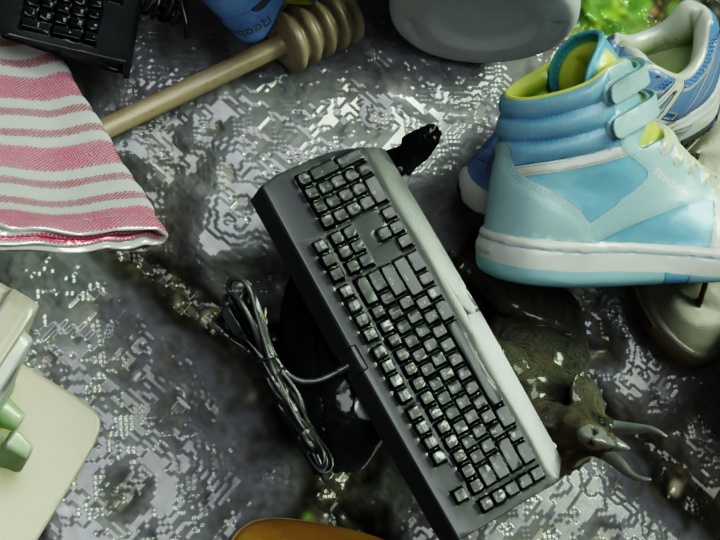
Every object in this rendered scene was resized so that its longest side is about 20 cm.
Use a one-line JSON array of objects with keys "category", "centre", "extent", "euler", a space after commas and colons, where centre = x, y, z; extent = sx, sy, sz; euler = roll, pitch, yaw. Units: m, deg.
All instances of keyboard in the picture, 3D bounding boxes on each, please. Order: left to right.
[{"category": "keyboard", "centre": [-0.134, -0.196, 0.901], "extent": [0.104, 0.040, 0.201], "euler": [15, 53, -17]}, {"category": "keyboard", "centre": [0.005, 0.041, 0.811], "extent": [0.127, 0.021, 0.201], "euler": [-27, 81, -19]}]

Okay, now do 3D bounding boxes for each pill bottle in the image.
[{"category": "pill bottle", "centre": [0.074, -0.234, 0.972], "extent": [0.112, 0.112, 0.201], "euler": [9, 67, -16]}]

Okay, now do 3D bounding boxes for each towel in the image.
[{"category": "towel", "centre": [-0.192, -0.083, 0.809], "extent": [0.146, 0.030, 0.200], "euler": [1, 44, -42]}]

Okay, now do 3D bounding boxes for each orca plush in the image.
[{"category": "orca plush", "centre": [0.000, 0.000, 0.859], "extent": [0.105, 0.071, 0.201], "euler": [13, 62, 24]}]

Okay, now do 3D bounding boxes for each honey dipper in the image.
[{"category": "honey dipper", "centre": [-0.087, -0.103, 0.913], "extent": [0.199, 0.038, 0.038], "euler": [-30, 83, -22]}]

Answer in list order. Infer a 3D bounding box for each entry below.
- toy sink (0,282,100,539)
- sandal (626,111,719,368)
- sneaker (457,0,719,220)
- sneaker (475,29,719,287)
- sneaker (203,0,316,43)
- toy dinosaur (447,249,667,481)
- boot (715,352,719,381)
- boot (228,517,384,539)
[{"category": "toy sink", "centre": [-0.225, 0.058, 0.760], "extent": [0.199, 0.112, 0.131], "euler": [33, 64, -5]}, {"category": "sandal", "centre": [0.218, -0.036, 0.979], "extent": [0.082, 0.055, 0.200], "euler": [34, 64, -4]}, {"category": "sneaker", "centre": [0.132, -0.092, 0.946], "extent": [0.200, 0.077, 0.076], "euler": [-34, 56, -28]}, {"category": "sneaker", "centre": [0.159, -0.062, 0.878], "extent": [0.199, 0.079, 0.131], "euler": [-4, 102, -22]}, {"category": "sneaker", "centre": [-0.046, -0.198, 0.937], "extent": [0.079, 0.066, 0.200], "euler": [64, 30, -29]}, {"category": "toy dinosaur", "centre": [0.089, 0.044, 0.904], "extent": [0.102, 0.077, 0.201], "euler": [18, 35, -16]}, {"category": "boot", "centre": [0.286, 0.072, 0.959], "extent": [0.203, 0.073, 0.154], "euler": [-41, 107, -47]}, {"category": "boot", "centre": [0.040, 0.159, 0.797], "extent": [0.200, 0.144, 0.071], "euler": [25, 64, -8]}]
